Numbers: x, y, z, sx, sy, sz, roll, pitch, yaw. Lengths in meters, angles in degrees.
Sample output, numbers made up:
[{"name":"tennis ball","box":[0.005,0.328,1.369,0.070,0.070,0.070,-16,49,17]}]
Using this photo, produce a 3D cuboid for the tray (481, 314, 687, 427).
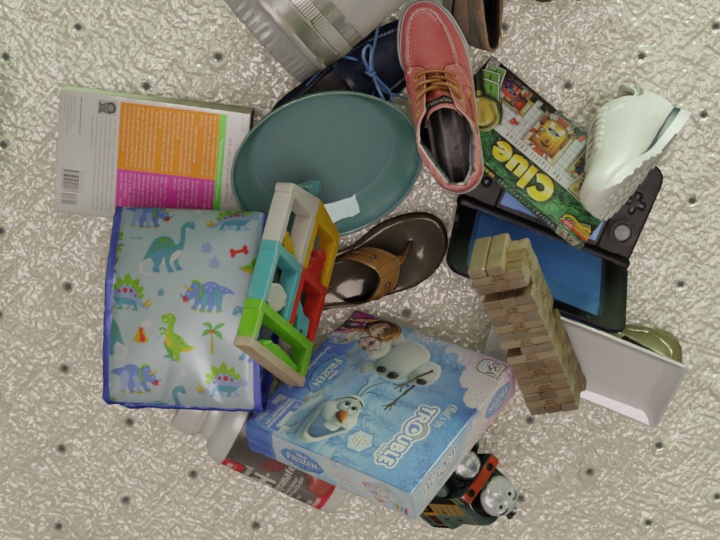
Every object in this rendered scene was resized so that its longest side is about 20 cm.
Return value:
[{"name":"tray","box":[0.232,0.090,1.340,0.200,0.022,0.107,22,139,8]}]

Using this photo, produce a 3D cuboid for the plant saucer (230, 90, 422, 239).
[{"name":"plant saucer","box":[-0.037,-0.115,1.326,0.200,0.036,0.200,-9,137,-8]}]

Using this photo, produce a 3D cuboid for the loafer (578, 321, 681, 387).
[{"name":"loafer","box":[0.254,0.087,1.394,0.200,0.067,0.076,2,102,-1]}]

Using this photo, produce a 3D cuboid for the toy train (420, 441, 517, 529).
[{"name":"toy train","box":[0.091,0.222,1.363,0.114,0.200,0.085,41,68,-10]}]

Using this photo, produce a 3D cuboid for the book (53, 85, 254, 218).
[{"name":"book","box":[-0.219,-0.116,1.359,0.200,0.048,0.134,7,105,-1]}]

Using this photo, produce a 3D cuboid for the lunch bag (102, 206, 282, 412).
[{"name":"lunch bag","box":[-0.169,0.045,1.317,0.170,0.127,0.200,1,72,10]}]

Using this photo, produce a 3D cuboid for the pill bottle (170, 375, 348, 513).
[{"name":"pill bottle","box":[-0.097,0.172,1.386,0.200,0.111,0.111,26,100,-6]}]

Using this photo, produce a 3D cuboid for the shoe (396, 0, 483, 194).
[{"name":"shoe","box":[0.080,-0.173,1.263,0.071,0.091,0.200,-12,92,6]}]

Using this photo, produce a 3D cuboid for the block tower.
[{"name":"block tower","box":[0.169,0.059,1.281,0.054,0.058,0.200,-12,124,25]}]

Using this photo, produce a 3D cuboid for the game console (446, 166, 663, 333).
[{"name":"game console","box":[0.206,-0.055,1.339,0.200,0.118,0.171,21,101,-5]}]

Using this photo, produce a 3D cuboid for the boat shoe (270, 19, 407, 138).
[{"name":"boat shoe","box":[-0.005,-0.187,1.333,0.200,0.069,0.084,-39,100,7]}]

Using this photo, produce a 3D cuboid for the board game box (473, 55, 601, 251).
[{"name":"board game box","box":[0.180,-0.122,1.334,0.200,0.023,0.105,40,72,2]}]

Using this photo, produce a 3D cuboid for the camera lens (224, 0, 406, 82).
[{"name":"camera lens","box":[-0.031,-0.304,1.263,0.200,0.160,0.160,-41,99,7]}]

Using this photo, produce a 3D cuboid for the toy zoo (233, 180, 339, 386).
[{"name":"toy zoo","box":[-0.066,0.002,1.284,0.020,0.131,0.200,5,70,24]}]

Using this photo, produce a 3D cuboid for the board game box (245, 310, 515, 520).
[{"name":"board game box","box":[0.022,0.138,1.301,0.199,0.200,0.043,19,135,29]}]

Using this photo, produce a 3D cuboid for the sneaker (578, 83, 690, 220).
[{"name":"sneaker","box":[0.259,-0.122,1.301,0.080,0.200,0.076,38,134,9]}]

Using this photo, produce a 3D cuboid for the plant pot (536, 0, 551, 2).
[{"name":"plant pot","box":[0.220,-0.384,1.250,0.173,0.200,0.200,-24,101,-13]}]

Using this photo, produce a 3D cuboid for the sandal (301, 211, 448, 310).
[{"name":"sandal","box":[0.000,0.000,1.376,0.200,0.055,0.082,-16,108,2]}]

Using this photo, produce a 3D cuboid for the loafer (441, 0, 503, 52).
[{"name":"loafer","box":[0.125,-0.300,1.262,0.072,0.200,0.063,-38,64,-26]}]
